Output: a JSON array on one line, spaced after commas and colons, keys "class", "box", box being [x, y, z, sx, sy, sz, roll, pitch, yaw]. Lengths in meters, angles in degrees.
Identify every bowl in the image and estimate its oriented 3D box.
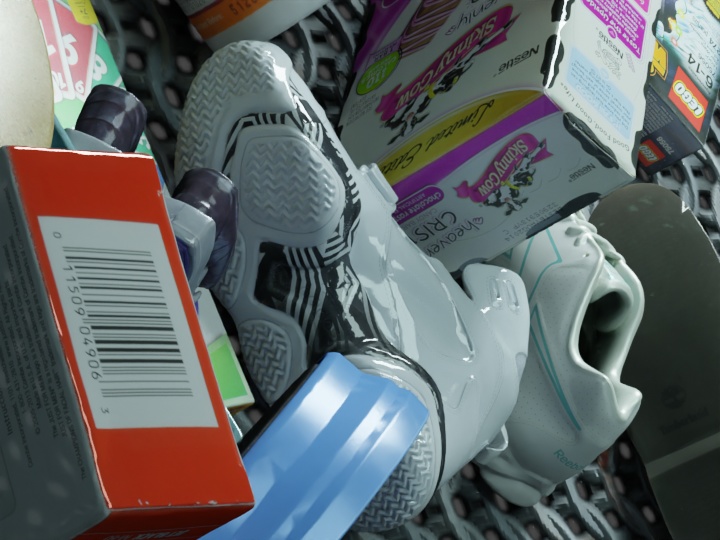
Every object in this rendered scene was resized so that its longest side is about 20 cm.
[{"class": "bowl", "box": [-0.058, 0.107, 0.921, 0.039, 0.201, 0.201, 41, 36, 0]}]

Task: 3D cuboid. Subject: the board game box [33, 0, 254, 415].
[{"class": "board game box", "box": [-0.106, -0.015, 1.094, 0.095, 0.030, 0.200, -10, 77, -54]}]

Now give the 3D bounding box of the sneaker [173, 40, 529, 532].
[{"class": "sneaker", "box": [0.000, 0.000, 1.179, 0.115, 0.075, 0.200, -16, 85, -56]}]

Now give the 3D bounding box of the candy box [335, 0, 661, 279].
[{"class": "candy box", "box": [0.060, -0.094, 1.265, 0.061, 0.136, 0.200, 41, 38, -25]}]

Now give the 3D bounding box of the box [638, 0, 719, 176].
[{"class": "box", "box": [0.109, -0.162, 1.461, 0.200, 0.040, 0.137, 46, 38, -21]}]

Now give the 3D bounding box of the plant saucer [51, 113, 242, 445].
[{"class": "plant saucer", "box": [-0.108, 0.003, 0.947, 0.070, 0.019, 0.200, -16, 46, -19]}]

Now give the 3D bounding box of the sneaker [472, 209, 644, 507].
[{"class": "sneaker", "box": [0.086, 0.003, 1.281, 0.070, 0.080, 0.201, 26, 46, -38]}]

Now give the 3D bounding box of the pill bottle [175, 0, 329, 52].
[{"class": "pill bottle", "box": [-0.070, -0.196, 1.192, 0.200, 0.109, 0.110, 55, 35, -10]}]

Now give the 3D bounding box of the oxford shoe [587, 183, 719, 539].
[{"class": "oxford shoe", "box": [0.148, 0.056, 1.350, 0.071, 0.071, 0.200, 53, 22, -66]}]

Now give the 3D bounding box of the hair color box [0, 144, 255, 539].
[{"class": "hair color box", "box": [-0.130, 0.056, 0.855, 0.064, 0.200, 0.111, 3, 64, -50]}]

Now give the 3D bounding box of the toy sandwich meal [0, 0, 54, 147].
[{"class": "toy sandwich meal", "box": [-0.177, -0.078, 0.900, 0.205, 0.070, 0.205, 43, 31, -34]}]

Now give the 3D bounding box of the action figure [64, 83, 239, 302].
[{"class": "action figure", "box": [-0.106, 0.027, 0.988, 0.130, 0.069, 0.200, 31, 43, 0]}]
